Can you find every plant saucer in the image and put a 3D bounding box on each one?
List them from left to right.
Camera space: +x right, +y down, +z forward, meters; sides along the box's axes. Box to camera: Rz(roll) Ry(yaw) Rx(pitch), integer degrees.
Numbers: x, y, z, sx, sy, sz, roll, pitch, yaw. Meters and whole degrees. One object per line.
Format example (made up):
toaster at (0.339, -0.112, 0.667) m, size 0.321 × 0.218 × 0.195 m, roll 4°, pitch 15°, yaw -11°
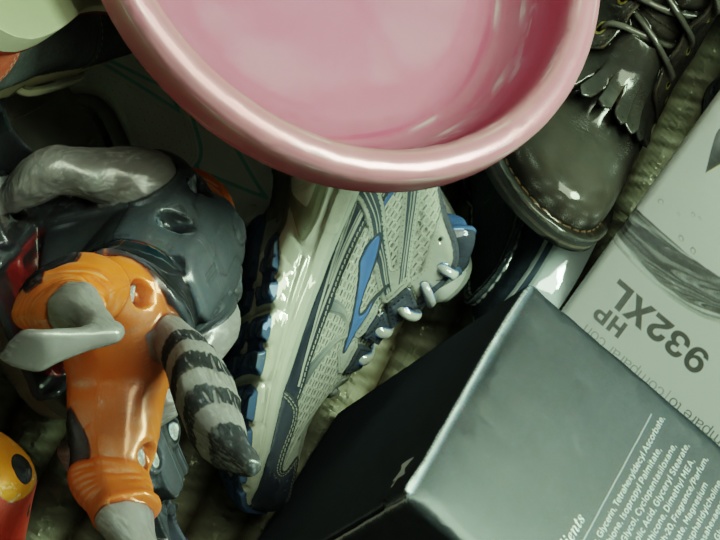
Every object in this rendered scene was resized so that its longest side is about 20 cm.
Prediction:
plant saucer at (-0.012, -0.117, 1.021) m, size 0.199 × 0.051 × 0.202 m, roll 10°, pitch 67°, yaw -25°

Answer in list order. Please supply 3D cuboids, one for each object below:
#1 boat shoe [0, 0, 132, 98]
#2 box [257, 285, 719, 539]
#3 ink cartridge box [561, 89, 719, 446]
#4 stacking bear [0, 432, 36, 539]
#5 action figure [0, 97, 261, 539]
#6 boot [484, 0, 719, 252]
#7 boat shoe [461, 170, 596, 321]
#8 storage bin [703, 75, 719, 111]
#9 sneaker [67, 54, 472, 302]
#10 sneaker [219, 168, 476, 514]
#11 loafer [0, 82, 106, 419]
boat shoe at (-0.115, -0.093, 1.017) m, size 0.071 × 0.062 × 0.200 m, roll 56°, pitch 23°, yaw 1°
box at (0.076, 0.127, 1.082) m, size 0.200 × 0.148 × 0.107 m, roll 40°, pitch 55°, yaw -11°
ink cartridge box at (0.176, 0.007, 1.136) m, size 0.145 × 0.200 × 0.084 m, roll 39°, pitch 24°, yaw 10°
stacking bear at (-0.176, 0.027, 1.000) m, size 0.201 × 0.113 × 0.121 m, roll 65°, pitch 15°, yaw 1°
action figure at (-0.068, 0.038, 1.006) m, size 0.194 × 0.104 × 0.201 m, roll -84°, pitch 155°, yaw -57°
boot at (0.128, -0.117, 1.119) m, size 0.069 × 0.174 × 0.201 m, roll 34°, pitch 47°, yaw -18°
boat shoe at (0.055, -0.062, 1.203) m, size 0.091 × 0.071 × 0.201 m, roll 29°, pitch 51°, yaw -16°
storage bin at (0.240, -0.009, 1.271) m, size 0.134 × 0.094 × 0.201 m, roll 4°, pitch 67°, yaw -30°
sneaker at (-0.046, -0.043, 1.140) m, size 0.200 × 0.070 × 0.080 m, roll 38°, pitch 71°, yaw -8°
sneaker at (0.000, 0.000, 1.087) m, size 0.085 × 0.077 × 0.201 m, roll 13°, pitch 102°, yaw -17°
loafer at (-0.136, -0.041, 1.083) m, size 0.072 × 0.063 × 0.201 m, roll -23°, pitch 100°, yaw -47°
